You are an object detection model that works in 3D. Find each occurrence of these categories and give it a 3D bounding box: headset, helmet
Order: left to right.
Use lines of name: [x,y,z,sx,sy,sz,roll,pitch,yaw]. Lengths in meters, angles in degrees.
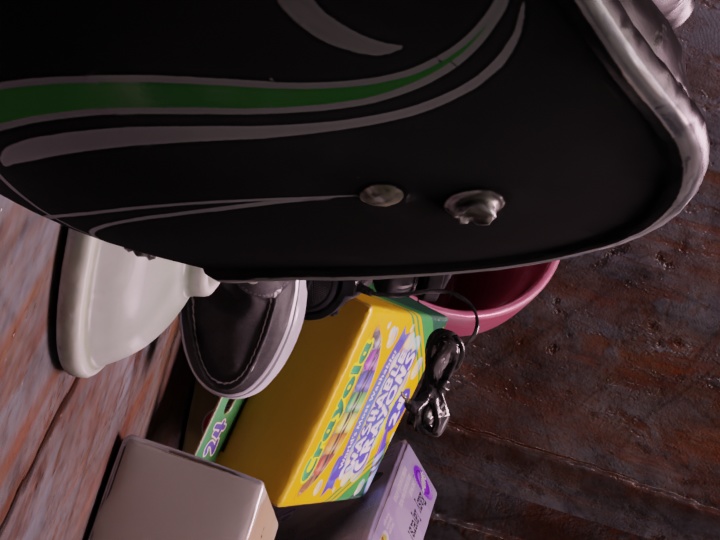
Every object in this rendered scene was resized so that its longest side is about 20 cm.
helmet: [-0.020,-0.094,0.417,0.199,0.190,0.202,3,86,-55]
headset: [0.000,0.000,1.195,0.200,0.123,0.095,47,-43,47]

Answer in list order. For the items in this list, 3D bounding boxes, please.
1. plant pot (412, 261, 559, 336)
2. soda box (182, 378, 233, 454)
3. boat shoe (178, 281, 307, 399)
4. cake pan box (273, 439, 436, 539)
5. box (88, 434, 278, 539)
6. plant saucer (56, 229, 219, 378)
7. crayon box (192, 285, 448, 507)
plant pot: [0.052,-0.025,1.911,0.179,0.199,0.201,135,-24,-63]
soda box: [-0.064,0.059,1.376,0.068,0.064,0.201,-67,173,-53]
boat shoe: [-0.057,-0.026,1.113,0.066,0.069,0.201,-38,145,-69]
cake pan box: [-0.055,0.198,1.421,0.199,0.053,0.184,-28,-172,14]
box: [-0.097,0.156,1.209,0.200,0.077,0.096,88,20,-79]
plant saucer: [-0.071,-0.046,0.927,0.200,0.050,0.202,17,90,-86]
crayon box: [-0.020,0.070,1.304,0.126,0.051,0.200,-65,162,5]
